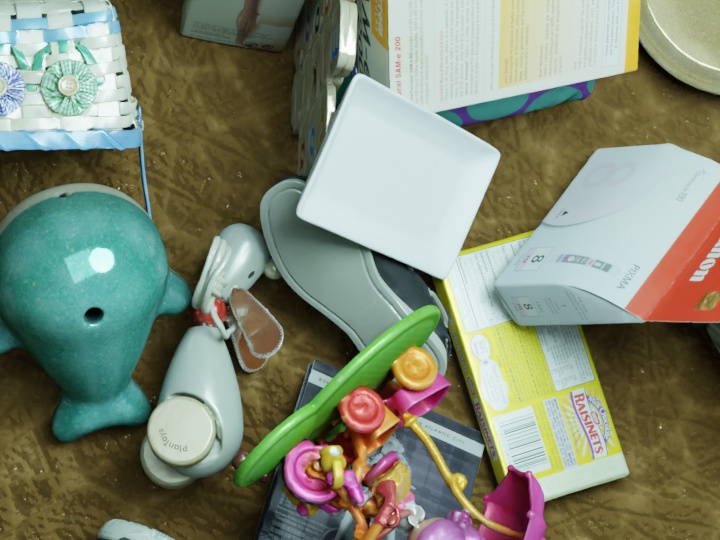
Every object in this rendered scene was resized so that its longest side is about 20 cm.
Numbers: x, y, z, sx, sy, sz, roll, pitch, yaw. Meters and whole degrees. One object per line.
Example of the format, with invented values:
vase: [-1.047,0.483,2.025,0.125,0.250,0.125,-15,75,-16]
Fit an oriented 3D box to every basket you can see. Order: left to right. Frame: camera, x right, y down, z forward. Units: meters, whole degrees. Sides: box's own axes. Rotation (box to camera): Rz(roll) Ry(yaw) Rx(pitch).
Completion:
basket: [-0.243,-0.097,1.578,0.175,0.139,0.202,-5,107,-11]

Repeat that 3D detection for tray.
tray: [0.025,-0.066,1.560,0.022,0.200,0.108,23,90,37]

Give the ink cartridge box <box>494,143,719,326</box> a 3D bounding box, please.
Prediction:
ink cartridge box: [0.215,-0.029,1.598,0.163,0.199,0.057,-50,115,-30]

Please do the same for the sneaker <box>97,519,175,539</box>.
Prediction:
sneaker: [-0.120,0.262,1.557,0.200,0.076,0.088,38,75,-1]

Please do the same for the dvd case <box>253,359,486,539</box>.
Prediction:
dvd case: [0.003,0.180,1.591,0.148,0.016,0.201,24,60,-11]

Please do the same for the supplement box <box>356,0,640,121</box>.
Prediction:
supplement box: [0.099,-0.195,1.566,0.198,0.127,0.074,-12,38,-14]

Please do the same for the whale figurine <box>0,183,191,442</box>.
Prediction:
whale figurine: [-0.193,0.041,1.541,0.158,0.104,0.201,-11,119,-13]

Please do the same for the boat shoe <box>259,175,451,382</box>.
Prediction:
boat shoe: [0.000,0.000,1.605,0.200,0.074,0.061,47,30,-21]

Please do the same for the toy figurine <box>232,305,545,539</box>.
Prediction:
toy figurine: [0.041,0.154,1.508,0.200,0.150,0.184,-35,76,-34]

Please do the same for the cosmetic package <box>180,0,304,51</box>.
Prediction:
cosmetic package: [-0.078,-0.243,1.597,0.086,0.200,0.104,9,78,-7]

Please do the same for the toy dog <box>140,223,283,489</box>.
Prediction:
toy dog: [-0.090,0.074,1.575,0.096,0.132,0.201,20,95,-3]

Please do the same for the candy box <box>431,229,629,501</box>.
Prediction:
candy box: [0.128,0.075,1.658,0.101,0.026,0.202,-14,82,-23]

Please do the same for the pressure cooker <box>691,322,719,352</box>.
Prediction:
pressure cooker: [0.344,0.016,1.630,0.178,0.200,0.177,-33,118,-5]

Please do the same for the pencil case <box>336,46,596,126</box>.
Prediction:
pencil case: [0.079,-0.160,1.669,0.198,0.085,0.093,-11,106,-13]

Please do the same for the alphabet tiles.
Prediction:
alphabet tiles: [-0.027,-0.170,1.593,0.014,0.200,0.197,5,78,-11]

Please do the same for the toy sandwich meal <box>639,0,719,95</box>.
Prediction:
toy sandwich meal: [0.300,-0.227,1.735,0.203,0.070,0.207,1,81,-5]
